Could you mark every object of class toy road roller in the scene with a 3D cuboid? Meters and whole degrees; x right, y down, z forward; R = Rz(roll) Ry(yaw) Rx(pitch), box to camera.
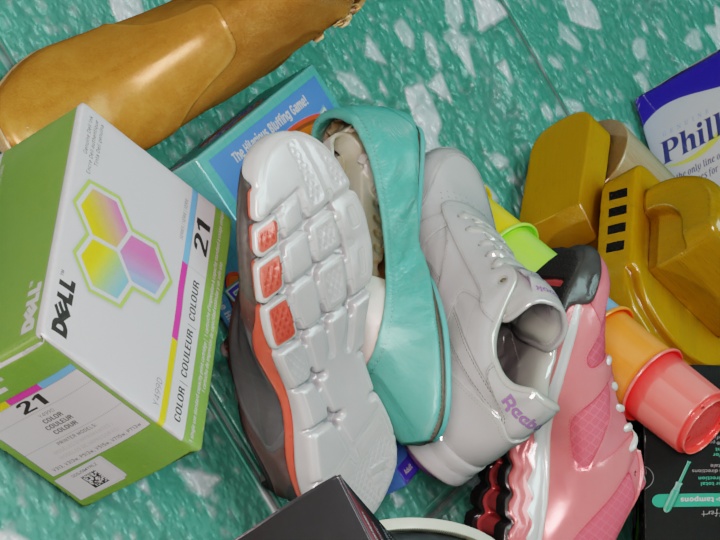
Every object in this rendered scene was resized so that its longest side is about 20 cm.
[{"bbox_3d":[0.183,-0.014,1.687,0.123,0.146,0.200,42,37,-29],"label":"toy road roller"}]

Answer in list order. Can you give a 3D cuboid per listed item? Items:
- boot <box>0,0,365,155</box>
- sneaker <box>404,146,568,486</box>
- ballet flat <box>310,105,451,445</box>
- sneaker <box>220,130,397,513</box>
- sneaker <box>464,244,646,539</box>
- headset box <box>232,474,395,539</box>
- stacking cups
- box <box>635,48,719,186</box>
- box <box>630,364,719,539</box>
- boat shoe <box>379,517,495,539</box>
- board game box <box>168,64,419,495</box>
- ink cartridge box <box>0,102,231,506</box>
[{"bbox_3d":[-0.083,-0.113,1.387,0.071,0.144,0.201,60,32,-1],"label":"boot"},{"bbox_3d":[0.068,0.014,1.462,0.075,0.100,0.200,30,43,-39],"label":"sneaker"},{"bbox_3d":[0.000,0.000,1.421,0.070,0.067,0.200,12,53,-24],"label":"ballet flat"},{"bbox_3d":[-0.042,0.029,1.360,0.077,0.082,0.200,-22,112,-41],"label":"sneaker"},{"bbox_3d":[0.113,0.087,1.501,0.087,0.074,0.200,10,95,-20],"label":"sneaker"},{"bbox_3d":[0.018,0.197,1.263,0.200,0.077,0.149,51,8,-50],"label":"headset box"},{"bbox_3d":[0.122,0.027,1.556,0.200,0.061,0.060,37,22,27],"label":"stacking cups"},{"bbox_3d":[0.301,-0.038,1.912,0.184,0.105,0.200,12,57,-50],"label":"box"},{"bbox_3d":[0.212,0.172,1.553,0.149,0.124,0.200,87,5,-49],"label":"box"},{"bbox_3d":[0.056,0.186,1.423,0.199,0.074,0.066,39,25,-47],"label":"boat shoe"},{"bbox_3d":[-0.016,0.006,1.484,0.200,0.045,0.152,56,32,-8],"label":"board game box"},{"bbox_3d":[-0.158,-0.010,1.265,0.200,0.076,0.148,40,38,-33],"label":"ink cartridge box"}]
